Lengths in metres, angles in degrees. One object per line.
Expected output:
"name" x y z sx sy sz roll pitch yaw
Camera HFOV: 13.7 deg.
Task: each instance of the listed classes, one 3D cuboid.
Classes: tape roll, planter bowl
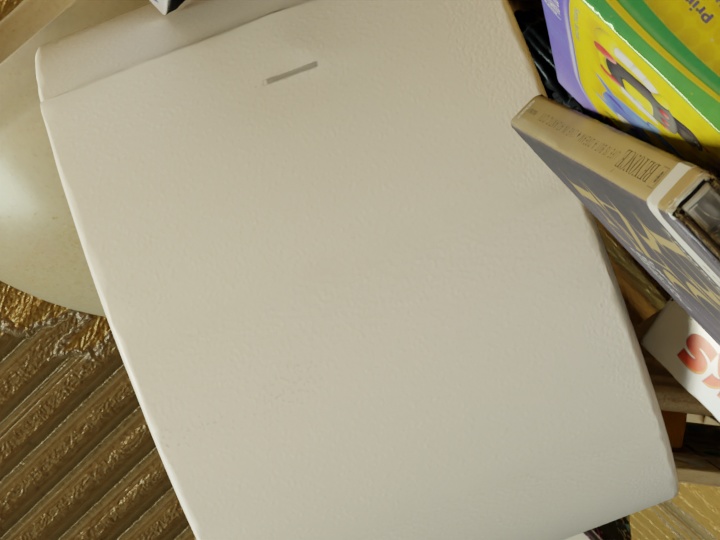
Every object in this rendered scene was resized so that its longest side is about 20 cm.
"tape roll" 0.000 0.000 0.920 0.203 0.139 0.203 -20 -90 -89
"planter bowl" -0.078 -0.058 1.174 0.135 0.200 0.200 49 176 -12

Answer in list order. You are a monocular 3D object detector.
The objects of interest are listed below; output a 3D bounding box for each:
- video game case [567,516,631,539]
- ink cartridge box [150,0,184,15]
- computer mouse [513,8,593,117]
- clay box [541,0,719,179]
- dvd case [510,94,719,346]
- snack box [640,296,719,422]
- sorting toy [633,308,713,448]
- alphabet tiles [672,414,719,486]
"video game case" 0.051 0.031 1.343 0.181 0.036 0.200 44 -157 -22
"ink cartridge box" -0.030 -0.122 0.781 0.044 0.094 0.200 46 177 -2
"computer mouse" 0.082 -0.045 0.897 0.059 0.034 0.200 63 177 -23
"clay box" 0.125 -0.002 0.670 0.200 0.048 0.115 46 178 12
"dvd case" 0.105 0.023 0.707 0.149 0.016 0.200 46 -179 -10
"snack box" 0.172 0.072 0.846 0.200 0.024 0.072 45 -144 18
"sorting toy" 0.046 0.036 1.136 0.200 0.037 0.185 3 -174 -11
"alphabet tiles" 0.099 0.061 1.141 0.167 0.008 0.200 7 -176 -8
